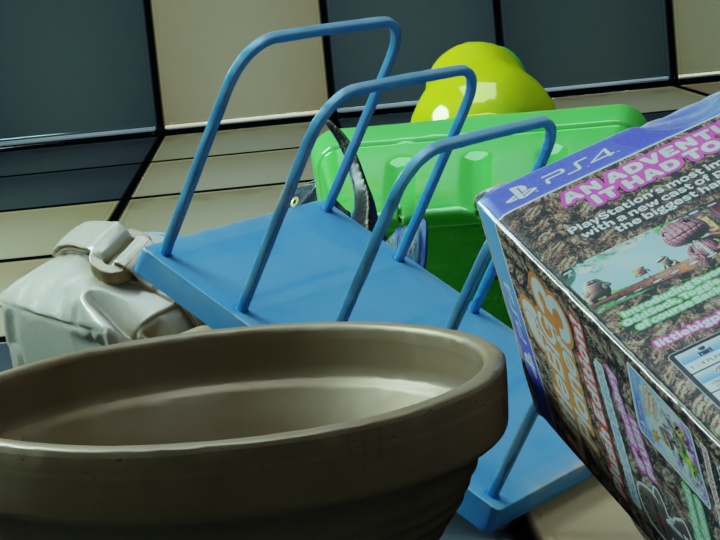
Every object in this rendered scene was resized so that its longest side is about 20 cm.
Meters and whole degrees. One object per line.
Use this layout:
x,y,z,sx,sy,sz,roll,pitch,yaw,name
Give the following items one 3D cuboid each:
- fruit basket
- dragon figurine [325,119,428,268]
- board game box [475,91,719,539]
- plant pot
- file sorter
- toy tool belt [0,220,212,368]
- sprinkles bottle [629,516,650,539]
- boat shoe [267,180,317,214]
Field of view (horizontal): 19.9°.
0.075,-0.044,1.236,0.215,0.156,0.216,-6,24,3,fruit basket
0.000,0.000,1.073,0.059,0.200,0.099,13,-24,-9,dragon figurine
0.155,0.024,0.642,0.159,0.097,0.200,-24,32,-9,board game box
-0.045,0.081,0.723,0.201,0.093,0.201,-5,10,1,plant pot
0.035,-0.009,0.882,0.200,0.123,0.139,35,27,24,file sorter
-0.080,0.028,0.985,0.123,0.125,0.200,-22,16,-33,toy tool belt
0.168,0.059,0.811,0.068,0.068,0.200,-1,10,28,sprinkles bottle
-0.050,-0.014,1.343,0.200,0.091,0.071,-3,9,18,boat shoe
